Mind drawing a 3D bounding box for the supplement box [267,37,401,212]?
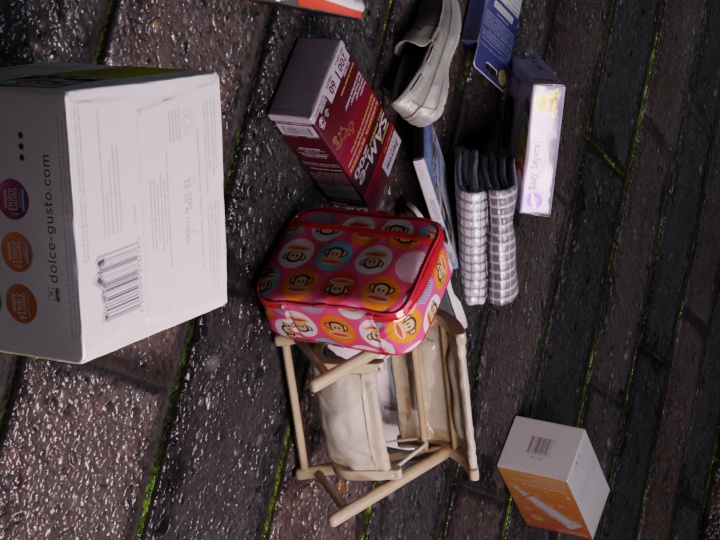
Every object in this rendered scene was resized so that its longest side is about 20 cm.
[{"bbox_3d":[-0.026,-0.163,1.676,0.200,0.060,0.110,53,51,-54],"label":"supplement box"}]

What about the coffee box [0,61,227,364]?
[{"bbox_3d":[-0.242,-0.056,1.162,0.200,0.196,0.202,-24,117,-59],"label":"coffee box"}]

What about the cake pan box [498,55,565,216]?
[{"bbox_3d":[0.238,-0.194,2.051,0.200,0.052,0.186,-101,-164,-68],"label":"cake pan box"}]

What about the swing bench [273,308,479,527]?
[{"bbox_3d":[0.023,0.157,1.682,0.198,0.130,0.201,-16,118,-18],"label":"swing bench"}]

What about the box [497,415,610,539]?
[{"bbox_3d":[0.314,0.336,2.361,0.098,0.123,0.201,-65,147,-28],"label":"box"}]

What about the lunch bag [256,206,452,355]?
[{"bbox_3d":[0.000,0.000,1.620,0.177,0.198,0.082,-63,147,-36],"label":"lunch bag"}]

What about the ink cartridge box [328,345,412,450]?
[{"bbox_3d":[0.040,0.105,1.839,0.147,0.082,0.201,-58,143,-37],"label":"ink cartridge box"}]

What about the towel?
[{"bbox_3d":[0.173,-0.063,1.968,0.200,0.085,0.167,-82,168,-68],"label":"towel"}]

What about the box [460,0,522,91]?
[{"bbox_3d":[0.188,-0.364,2.045,0.121,0.032,0.202,26,74,-60],"label":"box"}]

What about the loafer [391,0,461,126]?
[{"bbox_3d":[0.079,-0.278,1.830,0.069,0.070,0.202,26,59,-31],"label":"loafer"}]

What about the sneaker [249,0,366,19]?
[{"bbox_3d":[-0.048,-0.335,1.583,0.201,0.067,0.109,-4,103,-58],"label":"sneaker"}]

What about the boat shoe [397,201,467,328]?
[{"bbox_3d":[0.083,0.007,1.911,0.060,0.076,0.201,-26,114,-6],"label":"boat shoe"}]

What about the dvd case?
[{"bbox_3d":[0.098,-0.117,1.902,0.144,0.017,0.201,-89,163,-46],"label":"dvd case"}]
